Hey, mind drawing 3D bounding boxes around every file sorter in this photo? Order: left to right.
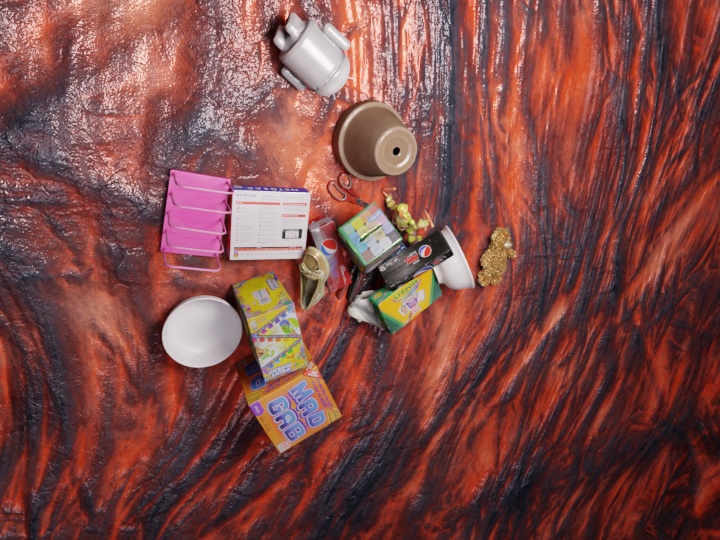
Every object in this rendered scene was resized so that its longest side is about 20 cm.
[{"bbox_3d":[-0.378,-0.112,1.183,0.138,0.125,0.202,5,111,-26],"label":"file sorter"}]

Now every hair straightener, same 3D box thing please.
[{"bbox_3d":[0.000,0.000,1.469,0.076,0.041,0.201,17,100,-30],"label":"hair straightener"}]

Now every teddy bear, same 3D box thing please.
[{"bbox_3d":[0.441,-0.036,1.635,0.144,0.067,0.201,17,105,-33],"label":"teddy bear"}]

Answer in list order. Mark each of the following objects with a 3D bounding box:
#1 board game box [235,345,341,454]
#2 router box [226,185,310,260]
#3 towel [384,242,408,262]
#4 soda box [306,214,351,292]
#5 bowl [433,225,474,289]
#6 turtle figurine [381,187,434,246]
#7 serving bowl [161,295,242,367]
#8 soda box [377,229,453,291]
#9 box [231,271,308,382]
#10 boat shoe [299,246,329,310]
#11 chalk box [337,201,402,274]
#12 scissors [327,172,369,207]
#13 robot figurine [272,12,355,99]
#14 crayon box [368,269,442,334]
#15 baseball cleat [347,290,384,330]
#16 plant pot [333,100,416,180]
[{"bbox_3d":[-0.204,0.334,1.427,0.199,0.200,0.201,-28,121,-10],"label":"board game box"},{"bbox_3d":[-0.233,-0.119,1.292,0.198,0.049,0.181,-1,113,-25],"label":"router box"},{"bbox_3d":[0.136,0.014,1.527,0.112,0.049,0.200,-42,124,-4],"label":"towel"},{"bbox_3d":[-0.087,-0.045,1.383,0.070,0.063,0.201,-24,123,-14],"label":"soda box"},{"bbox_3d":[0.250,-0.023,1.488,0.090,0.202,0.202,-23,122,4],"label":"bowl"},{"bbox_3d":[0.129,-0.131,1.392,0.064,0.200,0.162,-44,147,-12],"label":"turtle figurine"},{"bbox_3d":[-0.413,0.149,1.323,0.198,0.066,0.202,-11,117,-21],"label":"serving bowl"},{"bbox_3d":[0.151,-0.026,1.391,0.199,0.071,0.063,-31,158,9],"label":"soda box"},{"bbox_3d":[-0.237,0.140,1.321,0.121,0.200,0.194,-18,120,-17],"label":"box"},{"bbox_3d":[-0.132,0.024,1.356,0.063,0.073,0.202,-52,164,-41],"label":"boat shoe"},{"bbox_3d":[0.022,-0.085,1.322,0.124,0.200,0.124,-35,83,-6],"label":"chalk box"},{"bbox_3d":[-0.010,-0.186,1.389,0.073,0.014,0.200,-48,124,-1],"label":"scissors"},{"bbox_3d":[-0.103,-0.478,1.149,0.169,0.114,0.200,-27,131,34],"label":"robot figurine"},{"bbox_3d":[0.132,0.076,1.478,0.199,0.058,0.119,-37,123,-14],"label":"crayon box"},{"bbox_3d":[0.058,0.121,1.516,0.199,0.070,0.107,17,115,-37],"label":"baseball cleat"},{"bbox_3d":[0.050,-0.308,1.262,0.198,0.175,0.202,-10,117,-21],"label":"plant pot"}]
